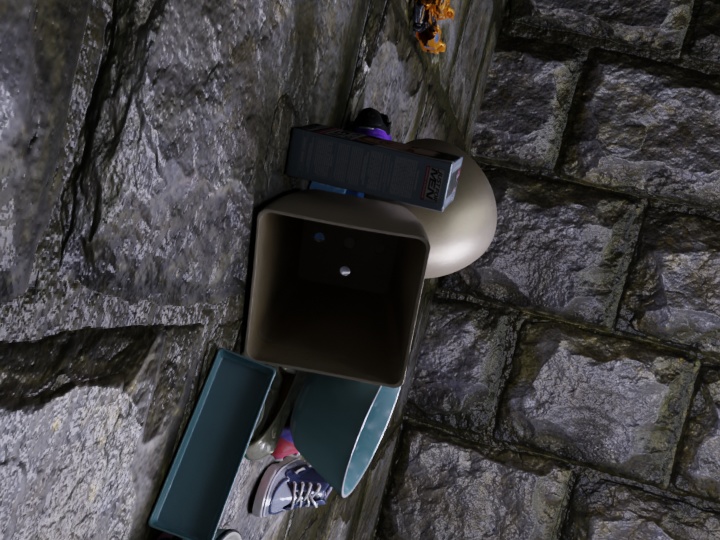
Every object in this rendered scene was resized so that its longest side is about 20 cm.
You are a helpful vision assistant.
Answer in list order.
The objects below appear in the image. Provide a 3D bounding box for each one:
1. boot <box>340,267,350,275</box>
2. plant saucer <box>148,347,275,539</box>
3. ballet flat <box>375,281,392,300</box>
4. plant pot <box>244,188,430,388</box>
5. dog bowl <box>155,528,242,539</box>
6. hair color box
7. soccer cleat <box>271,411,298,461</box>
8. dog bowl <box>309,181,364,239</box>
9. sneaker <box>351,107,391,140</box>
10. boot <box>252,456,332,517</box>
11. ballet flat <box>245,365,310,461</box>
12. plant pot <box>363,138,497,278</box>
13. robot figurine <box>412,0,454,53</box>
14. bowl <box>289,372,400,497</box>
[{"bbox_3d":[0.000,0.000,1.260,0.200,0.130,0.071,-30,126,-76],"label":"boot"},{"bbox_3d":[-0.157,0.187,0.895,0.019,0.069,0.202,120,-9,-65],"label":"plant saucer"},{"bbox_3d":[-0.002,0.064,1.213,0.067,0.198,0.073,3,75,-52],"label":"ballet flat"},{"bbox_3d":[-0.022,0.000,1.044,0.178,0.197,0.202,-75,175,-64],"label":"plant pot"},{"bbox_3d":[-0.199,0.370,0.896,0.200,0.073,0.203,15,90,-78],"label":"dog bowl"},{"bbox_3d":[0.019,-0.129,1.023,0.099,0.197,0.061,-42,145,-71],"label":"hair color box"},{"bbox_3d":[-0.056,0.216,1.222,0.198,0.067,0.077,-13,118,-31],"label":"soccer cleat"},{"bbox_3d":[-0.030,-0.099,1.212,0.200,0.049,0.113,-26,130,-75],"label":"dog bowl"},{"bbox_3d":[0.024,-0.197,1.315,0.200,0.069,0.101,63,35,-78],"label":"sneaker"},{"bbox_3d":[-0.101,0.346,1.316,0.200,0.089,0.074,-21,125,-77],"label":"boot"},{"bbox_3d":[-0.110,0.152,1.099,0.062,0.067,0.202,58,45,-57],"label":"ballet flat"},{"bbox_3d":[0.076,-0.069,1.177,0.134,0.199,0.202,-37,143,-46],"label":"plant pot"},{"bbox_3d":[0.136,-0.488,1.530,0.200,0.057,0.147,46,58,-78],"label":"robot figurine"},{"bbox_3d":[-0.024,0.189,1.124,0.202,0.104,0.202,-59,164,-29],"label":"bowl"}]
